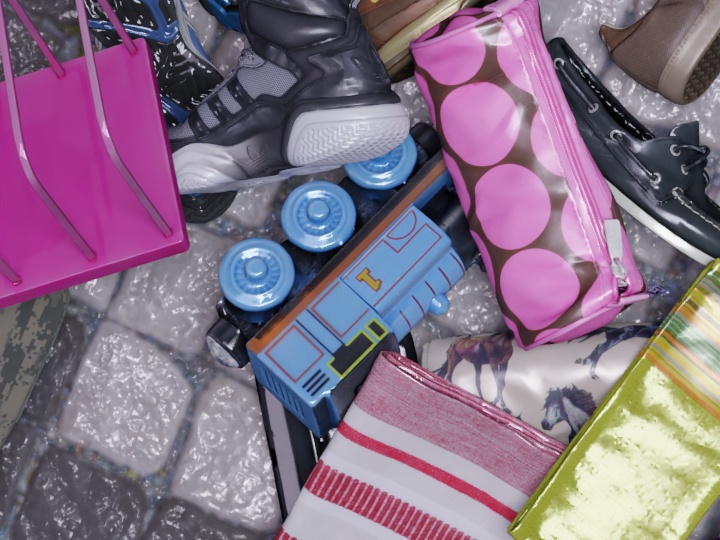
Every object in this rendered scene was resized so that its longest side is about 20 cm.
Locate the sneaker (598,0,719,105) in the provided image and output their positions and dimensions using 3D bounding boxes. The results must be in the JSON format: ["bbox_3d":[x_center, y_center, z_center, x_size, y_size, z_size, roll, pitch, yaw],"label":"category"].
[{"bbox_3d":[0.222,-0.200,1.071,0.075,0.070,0.201,34,86,24],"label":"sneaker"}]

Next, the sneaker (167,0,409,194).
[{"bbox_3d":[-0.064,-0.110,1.034,0.199,0.075,0.115,-10,87,34],"label":"sneaker"}]

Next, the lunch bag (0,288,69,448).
[{"bbox_3d":[-0.308,0.052,1.109,0.167,0.139,0.201,23,89,28],"label":"lunch bag"}]

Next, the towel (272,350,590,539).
[{"bbox_3d":[0.029,0.161,1.048,0.143,0.023,0.201,27,109,-5],"label":"towel"}]

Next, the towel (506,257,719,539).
[{"bbox_3d":[0.175,0.095,1.001,0.086,0.018,0.200,37,85,11],"label":"towel"}]

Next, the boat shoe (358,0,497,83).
[{"bbox_3d":[0.076,-0.200,1.091,0.199,0.072,0.068,-37,84,8],"label":"boat shoe"}]

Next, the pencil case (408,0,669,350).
[{"bbox_3d":[0.099,-0.060,1.018,0.090,0.094,0.201,-22,88,-21],"label":"pencil case"}]

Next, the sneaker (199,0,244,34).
[{"bbox_3d":[-0.117,-0.240,1.133,0.200,0.073,0.082,42,77,3],"label":"sneaker"}]

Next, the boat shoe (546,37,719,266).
[{"bbox_3d":[0.176,-0.070,1.067,0.199,0.074,0.066,40,106,18],"label":"boat shoe"}]

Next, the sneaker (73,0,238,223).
[{"bbox_3d":[-0.124,-0.128,1.115,0.075,0.077,0.202,-17,106,1],"label":"sneaker"}]

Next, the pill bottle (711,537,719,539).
[{"bbox_3d":[0.213,0.214,1.026,0.198,0.112,0.113,-20,84,7],"label":"pill bottle"}]

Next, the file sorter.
[{"bbox_3d":[-0.217,-0.069,0.977,0.198,0.126,0.140,-17,63,6],"label":"file sorter"}]

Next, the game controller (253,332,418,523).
[{"bbox_3d":[-0.003,0.123,1.107,0.103,0.042,0.202,-11,86,-7],"label":"game controller"}]

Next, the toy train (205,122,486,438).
[{"bbox_3d":[0.000,0.000,1.067,0.114,0.087,0.200,42,75,15],"label":"toy train"}]

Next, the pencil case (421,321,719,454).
[{"bbox_3d":[0.137,0.077,1.063,0.198,0.078,0.090,-5,110,8],"label":"pencil case"}]
